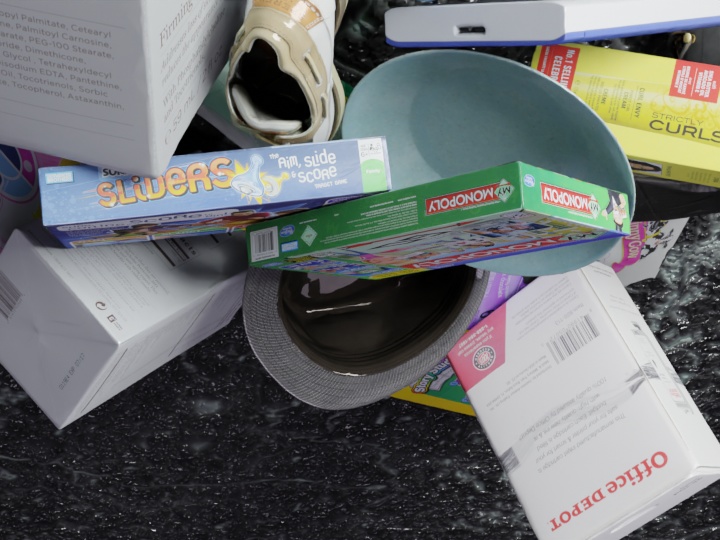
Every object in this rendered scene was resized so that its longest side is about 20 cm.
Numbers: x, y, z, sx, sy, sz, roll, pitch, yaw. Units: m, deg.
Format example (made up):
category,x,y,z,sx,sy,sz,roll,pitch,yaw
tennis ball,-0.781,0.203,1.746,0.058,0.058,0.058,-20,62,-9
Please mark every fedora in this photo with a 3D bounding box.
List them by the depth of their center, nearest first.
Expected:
category,x,y,z,sx,sy,sz,roll,pitch,yaw
fedora,0.000,0.000,0.896,0.200,0.090,0.177,-44,113,3

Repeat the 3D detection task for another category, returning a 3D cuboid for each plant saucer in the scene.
category,x,y,z,sx,sy,sz,roll,pitch,yaw
plant saucer,0.086,-0.077,0.772,0.201,0.039,0.201,18,145,13

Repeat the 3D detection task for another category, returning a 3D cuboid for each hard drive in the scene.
category,x,y,z,sx,sy,sz,roll,pitch,yaw
hard drive,0.131,-0.161,0.744,0.132,0.025,0.200,9,-162,42

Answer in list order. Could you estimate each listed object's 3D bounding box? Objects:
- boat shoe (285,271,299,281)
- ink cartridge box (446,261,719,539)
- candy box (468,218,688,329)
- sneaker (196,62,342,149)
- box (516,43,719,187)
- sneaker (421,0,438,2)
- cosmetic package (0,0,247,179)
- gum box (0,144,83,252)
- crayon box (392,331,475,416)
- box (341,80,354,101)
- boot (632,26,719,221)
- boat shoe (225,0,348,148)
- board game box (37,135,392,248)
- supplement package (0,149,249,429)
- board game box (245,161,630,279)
category,x,y,z,sx,sy,sz,roll,pitch,yaw
boat shoe,-0.079,0.008,1.021,0.073,0.065,0.200,-10,165,-5
ink cartridge box,0.179,0.111,0.942,0.147,0.200,0.083,-40,150,25
candy box,0.173,-0.045,0.968,0.200,0.072,0.168,-14,147,-18
sneaker,-0.063,-0.148,0.812,0.200,0.074,0.118,26,135,-14
box,0.210,-0.100,0.779,0.200,0.075,0.050,13,174,15
sneaker,0.067,-0.196,0.687,0.200,0.078,0.090,1,176,-21
cosmetic package,-0.160,-0.189,0.635,0.166,0.167,0.200,14,137,7
gum box,-0.235,-0.087,0.859,0.066,0.114,0.200,-36,171,-45
crayon box,0.145,0.076,1.189,0.172,0.058,0.200,17,139,-25
box,0.019,-0.069,0.982,0.200,0.048,0.117,29,131,-36
boot,0.234,-0.118,0.849,0.200,0.151,0.073,-4,158,17
boat shoe,-0.052,-0.113,0.716,0.075,0.068,0.200,23,155,8
board game box,-0.090,-0.046,0.729,0.200,0.034,0.135,-6,177,-10
supplement package,-0.169,0.008,0.872,0.114,0.110,0.200,-48,171,37
board game box,0.047,-0.026,0.728,0.200,0.029,0.135,-11,168,37
